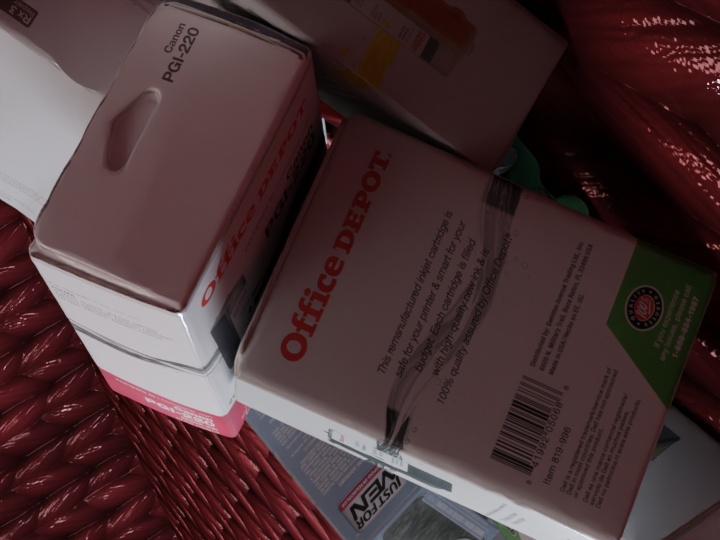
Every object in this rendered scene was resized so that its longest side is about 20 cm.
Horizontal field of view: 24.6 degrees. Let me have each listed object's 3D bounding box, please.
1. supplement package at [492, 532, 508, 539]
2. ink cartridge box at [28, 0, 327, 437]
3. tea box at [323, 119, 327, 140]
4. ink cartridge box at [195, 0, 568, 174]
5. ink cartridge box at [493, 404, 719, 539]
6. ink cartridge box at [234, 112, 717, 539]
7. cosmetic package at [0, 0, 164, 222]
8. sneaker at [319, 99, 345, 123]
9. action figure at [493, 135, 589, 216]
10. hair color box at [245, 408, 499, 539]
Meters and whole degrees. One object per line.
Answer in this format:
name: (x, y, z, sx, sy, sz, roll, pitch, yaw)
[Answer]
supplement package: (0.128, 0.221, 1.122, 0.200, 0.119, 0.122, 49, 160, 32)
ink cartridge box: (-0.079, -0.020, 0.827, 0.084, 0.147, 0.200, 21, 161, 13)
tea box: (-0.147, -0.145, 1.164, 0.134, 0.199, 0.198, 48, 162, 34)
ink cartridge box: (-0.015, -0.141, 0.829, 0.199, 0.084, 0.145, 35, 177, -27)
ink cartridge box: (0.149, 0.139, 0.969, 0.200, 0.087, 0.146, 44, 159, 50)
ink cartridge box: (0.052, 0.033, 0.813, 0.199, 0.148, 0.083, 25, 165, 1)
cosmetic package: (-0.175, -0.107, 0.927, 0.113, 0.082, 0.200, 37, 152, -19)
sneaker: (-0.044, -0.123, 0.948, 0.199, 0.085, 0.077, 32, -172, -24)
action figure: (0.068, -0.033, 0.982, 0.119, 0.054, 0.200, 56, 168, 2)
hair color box: (-0.015, 0.093, 0.967, 0.200, 0.061, 0.099, 46, -177, 38)
